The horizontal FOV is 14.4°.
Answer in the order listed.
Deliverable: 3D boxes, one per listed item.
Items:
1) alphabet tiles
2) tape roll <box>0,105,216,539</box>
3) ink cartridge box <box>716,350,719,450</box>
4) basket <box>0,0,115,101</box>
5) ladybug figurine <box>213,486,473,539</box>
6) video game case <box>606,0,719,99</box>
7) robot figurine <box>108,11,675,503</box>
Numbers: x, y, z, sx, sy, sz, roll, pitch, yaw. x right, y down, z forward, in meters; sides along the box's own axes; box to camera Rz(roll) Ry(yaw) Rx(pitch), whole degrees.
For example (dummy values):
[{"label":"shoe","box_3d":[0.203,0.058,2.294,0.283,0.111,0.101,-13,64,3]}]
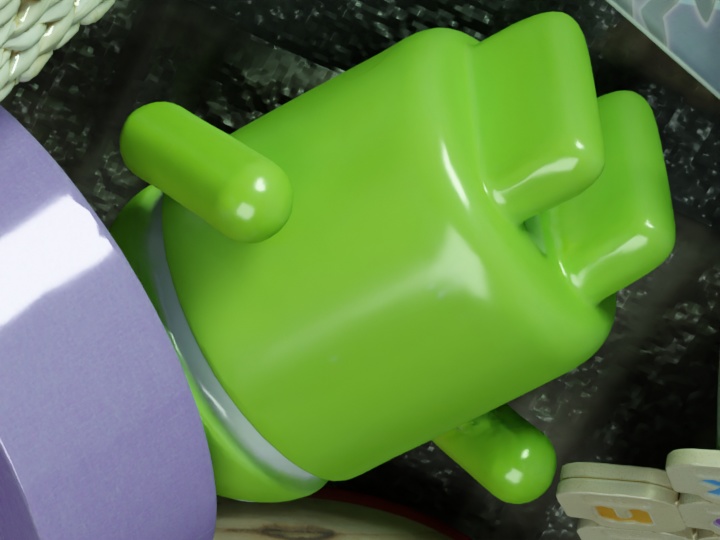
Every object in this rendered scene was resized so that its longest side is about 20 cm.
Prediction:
[{"label":"alphabet tiles","box_3d":[0.167,0.085,0.922,0.200,0.015,0.196,3,163,14]},{"label":"tape roll","box_3d":[-0.133,0.031,0.901,0.200,0.066,0.200,37,146,31]},{"label":"ink cartridge box","box_3d":[0.169,0.005,0.860,0.117,0.067,0.200,5,152,8]},{"label":"basket","box_3d":[-0.151,-0.147,0.761,0.200,0.198,0.161,24,128,13]},{"label":"ladybug figurine","box_3d":[-0.023,0.129,1.013,0.200,0.072,0.136,6,123,4]},{"label":"video game case","box_3d":[0.188,-0.110,0.865,0.182,0.023,0.200,39,119,-16]},{"label":"robot figurine","box_3d":[0.000,0.000,0.902,0.200,0.116,0.175,-27,134,22]}]
